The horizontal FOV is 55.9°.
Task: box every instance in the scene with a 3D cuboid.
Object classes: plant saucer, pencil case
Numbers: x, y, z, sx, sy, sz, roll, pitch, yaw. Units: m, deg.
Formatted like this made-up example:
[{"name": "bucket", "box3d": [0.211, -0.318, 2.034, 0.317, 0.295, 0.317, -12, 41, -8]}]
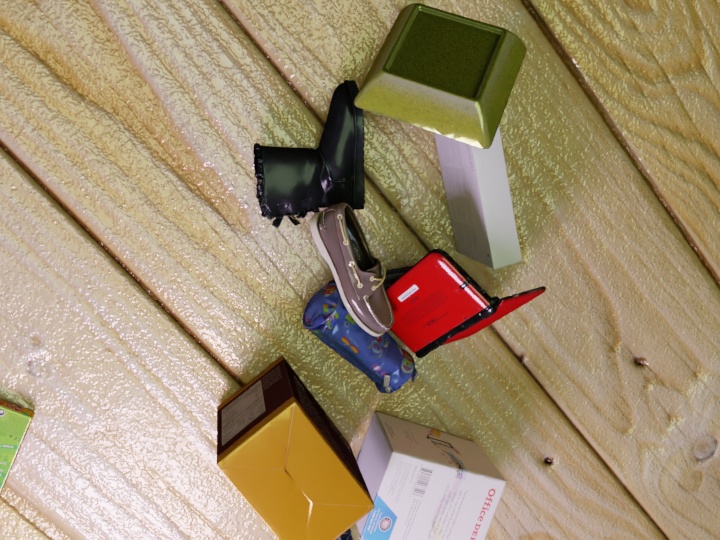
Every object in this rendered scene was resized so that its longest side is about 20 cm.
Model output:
[{"name": "plant saucer", "box3d": [0.114, -0.283, 0.924, 0.196, 0.048, 0.203, 20, 63, 10]}, {"name": "pencil case", "box3d": [0.000, 0.110, 1.029, 0.077, 0.088, 0.200, -32, 120, 26]}]

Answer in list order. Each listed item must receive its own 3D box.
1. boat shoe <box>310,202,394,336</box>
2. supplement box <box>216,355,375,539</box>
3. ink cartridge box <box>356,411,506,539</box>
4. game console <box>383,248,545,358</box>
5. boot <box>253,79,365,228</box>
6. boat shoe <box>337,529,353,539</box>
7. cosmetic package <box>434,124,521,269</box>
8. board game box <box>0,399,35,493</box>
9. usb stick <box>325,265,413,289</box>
[{"name": "boat shoe", "box3d": [0.000, 0.000, 0.970, 0.059, 0.072, 0.203, -21, 101, 33]}, {"name": "supplement box", "box3d": [-0.101, 0.269, 0.996, 0.132, 0.200, 0.199, -36, 106, -3]}, {"name": "ink cartridge box", "box3d": [0.100, 0.344, 1.080, 0.196, 0.145, 0.150, 19, 98, -14]}, {"name": "game console", "box3d": [0.140, 0.040, 1.010, 0.172, 0.200, 0.119, 44, 51, -4]}, {"name": "boot", "box3d": [-0.076, -0.169, 0.983, 0.158, 0.073, 0.203, -5, 106, -11]}, {"name": "boat shoe", "box3d": [-0.042, 0.432, 1.108, 0.061, 0.075, 0.205, -4, 108, -11]}, {"name": "cosmetic package", "box3d": [0.170, -0.117, 1.000, 0.050, 0.151, 0.205, -15, 104, -7]}, {"name": "board game box", "box3d": [-0.564, 0.285, 0.998, 0.094, 0.030, 0.204, 24, 93, -14]}, {"name": "usb stick", "box3d": [0.043, 0.026, 1.065, 0.195, 0.033, 0.057, -10, 113, -9]}]
